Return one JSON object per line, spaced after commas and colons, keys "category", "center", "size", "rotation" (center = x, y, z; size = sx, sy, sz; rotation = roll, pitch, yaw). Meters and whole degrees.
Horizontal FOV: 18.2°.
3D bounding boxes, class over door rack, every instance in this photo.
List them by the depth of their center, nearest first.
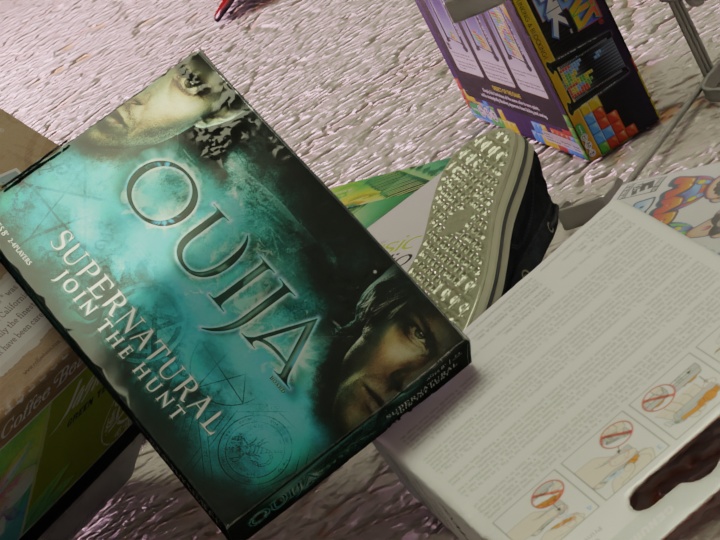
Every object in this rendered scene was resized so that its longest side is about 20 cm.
{"category": "over door rack", "center": [0.154, -0.136, 1.256], "size": [0.066, 0.148, 0.200], "rotation": [-13, 22, 48]}

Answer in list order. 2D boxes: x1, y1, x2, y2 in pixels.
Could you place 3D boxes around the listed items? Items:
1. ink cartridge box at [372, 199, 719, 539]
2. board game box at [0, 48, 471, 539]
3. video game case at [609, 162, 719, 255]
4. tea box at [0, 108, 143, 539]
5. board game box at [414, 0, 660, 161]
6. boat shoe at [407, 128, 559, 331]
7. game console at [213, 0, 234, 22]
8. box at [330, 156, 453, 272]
{"category": "ink cartridge box", "center": [0.107, 0.062, 0.940], "size": [0.160, 0.047, 0.200], "rotation": [-40, 31, -7]}
{"category": "board game box", "center": [-0.064, 0.007, 0.998], "size": [0.135, 0.200, 0.028], "rotation": [-37, -24, -13]}
{"category": "video game case", "center": [0.168, -0.001, 1.071], "size": [0.181, 0.024, 0.200], "rotation": [-12, 25, 38]}
{"category": "tea box", "center": [-0.201, 0.065, 1.091], "size": [0.200, 0.133, 0.197], "rotation": [-47, -17, -43]}
{"category": "board game box", "center": [0.091, -0.164, 1.385], "size": [0.057, 0.166, 0.200], "rotation": [-30, 20, -10]}
{"category": "boat shoe", "center": [0.056, 0.015, 1.130], "size": [0.074, 0.062, 0.201], "rotation": [-15, 37, 36]}
{"category": "game console", "center": [-0.039, -0.313, 2.184], "size": [0.171, 0.119, 0.200], "rotation": [8, 26, 5]}
{"category": "box", "center": [0.000, 0.000, 1.281], "size": [0.144, 0.036, 0.200], "rotation": [-13, 23, 36]}
